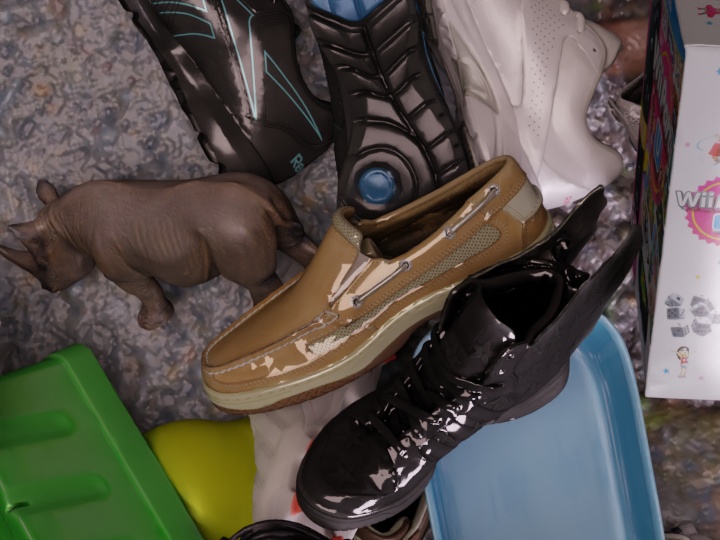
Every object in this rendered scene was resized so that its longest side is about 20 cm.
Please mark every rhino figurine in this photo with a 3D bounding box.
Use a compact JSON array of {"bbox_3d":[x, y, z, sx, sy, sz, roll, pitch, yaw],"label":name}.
[{"bbox_3d":[-0.114,-0.015,1.561,0.199,0.060,0.088,0,136,29],"label":"rhino figurine"}]

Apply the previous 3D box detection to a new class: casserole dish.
[{"bbox_3d":[0.090,0.110,1.507,0.120,0.039,0.201,-9,82,-10],"label":"casserole dish"}]

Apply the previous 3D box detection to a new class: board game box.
[{"bbox_3d":[0.172,-0.059,1.419,0.064,0.148,0.201,2,124,-1],"label":"board game box"}]

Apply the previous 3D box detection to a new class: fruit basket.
[{"bbox_3d":[-0.125,0.144,1.557,0.215,0.216,0.156,38,120,3],"label":"fruit basket"}]

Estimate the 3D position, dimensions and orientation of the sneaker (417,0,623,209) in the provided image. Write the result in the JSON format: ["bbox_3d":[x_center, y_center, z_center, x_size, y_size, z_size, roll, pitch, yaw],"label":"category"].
[{"bbox_3d":[0.086,-0.126,1.544,0.099,0.078,0.201,-16,92,-9],"label":"sneaker"}]

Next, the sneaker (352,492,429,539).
[{"bbox_3d":[-0.003,0.153,1.568,0.070,0.076,0.201,17,96,6],"label":"sneaker"}]

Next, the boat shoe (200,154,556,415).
[{"bbox_3d":[0.000,0.000,1.481,0.199,0.072,0.076,-29,124,-1],"label":"boat shoe"}]

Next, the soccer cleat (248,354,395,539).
[{"bbox_3d":[-0.030,0.085,1.525,0.077,0.201,0.069,-18,129,30],"label":"soccer cleat"}]

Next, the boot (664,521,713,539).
[{"bbox_3d":[0.143,0.170,1.562,0.200,0.074,0.096,38,71,14],"label":"boot"}]

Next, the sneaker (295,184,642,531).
[{"bbox_3d":[0.051,0.044,1.432,0.199,0.104,0.060,-31,63,-22],"label":"sneaker"}]

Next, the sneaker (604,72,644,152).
[{"bbox_3d":[0.213,-0.125,1.502,0.200,0.075,0.082,-47,128,9],"label":"sneaker"}]

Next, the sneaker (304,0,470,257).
[{"bbox_3d":[0.019,-0.083,1.540,0.073,0.082,0.201,-7,101,6],"label":"sneaker"}]

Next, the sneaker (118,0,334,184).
[{"bbox_3d":[-0.082,-0.137,1.566,0.079,0.075,0.201,-31,100,-2],"label":"sneaker"}]

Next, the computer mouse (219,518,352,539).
[{"bbox_3d":[-0.056,0.203,1.457,0.200,0.140,0.046,-47,45,28],"label":"computer mouse"}]
